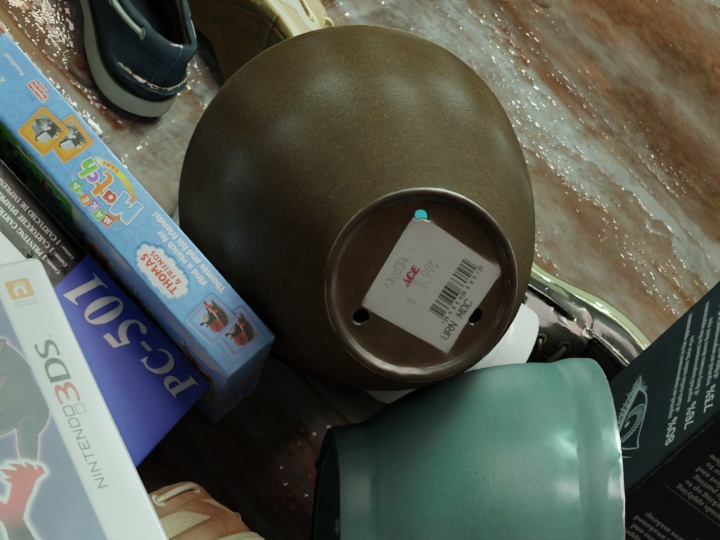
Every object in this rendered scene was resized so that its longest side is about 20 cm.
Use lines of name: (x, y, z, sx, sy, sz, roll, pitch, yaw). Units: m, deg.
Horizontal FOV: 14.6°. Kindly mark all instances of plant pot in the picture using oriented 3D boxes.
plant pot: (0.013, -0.015, 1.388, 0.187, 0.187, 0.200, 33, 5, -16)
plant pot: (0.045, 0.140, 1.402, 0.134, 0.201, 0.201, 4, 45, -8)

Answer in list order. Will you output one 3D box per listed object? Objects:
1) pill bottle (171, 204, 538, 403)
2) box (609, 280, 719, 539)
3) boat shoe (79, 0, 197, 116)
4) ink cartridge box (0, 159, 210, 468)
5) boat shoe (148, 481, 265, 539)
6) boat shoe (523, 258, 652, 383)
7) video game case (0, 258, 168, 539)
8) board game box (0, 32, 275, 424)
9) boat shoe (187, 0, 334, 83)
pill bottle: (0.000, 0.000, 1.551, 0.200, 0.111, 0.111, 33, 36, -16)
box: (0.195, 0.107, 1.558, 0.104, 0.200, 0.148, 36, 36, -12)
boat shoe: (-0.140, -0.182, 1.643, 0.075, 0.062, 0.200, 13, 43, -32)
ink cartridge box: (-0.175, 0.019, 1.361, 0.200, 0.044, 0.094, 47, 57, -9)
boat shoe: (-0.131, 0.144, 1.298, 0.200, 0.076, 0.072, -9, 52, -47)
boat shoe: (0.097, 0.034, 1.656, 0.201, 0.072, 0.066, 41, 41, 3)
video game case: (-0.206, 0.085, 1.245, 0.199, 0.023, 0.182, -13, 54, -23)
board game box: (-0.125, -0.017, 1.422, 0.037, 0.151, 0.200, -42, 85, -12)
boat shoe: (-0.051, -0.145, 1.686, 0.069, 0.074, 0.200, -12, 61, -44)
